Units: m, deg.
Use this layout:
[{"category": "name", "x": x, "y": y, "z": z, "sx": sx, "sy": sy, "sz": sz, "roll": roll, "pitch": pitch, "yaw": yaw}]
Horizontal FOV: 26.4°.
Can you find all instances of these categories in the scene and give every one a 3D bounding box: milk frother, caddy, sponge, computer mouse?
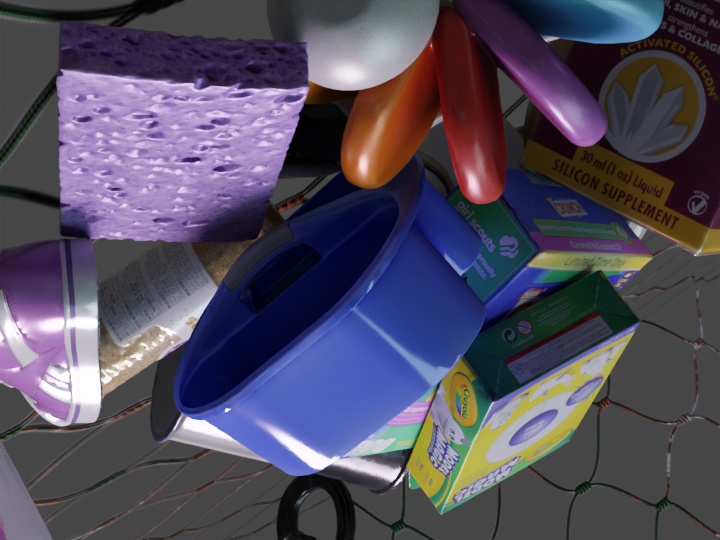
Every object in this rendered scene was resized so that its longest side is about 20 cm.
[{"category": "milk frother", "x": -0.074, "y": 0.137, "z": 1.192, "sx": 0.187, "sy": 0.201, "sz": 0.180, "roll": 16, "pitch": 170, "yaw": -19}, {"category": "caddy", "x": -0.023, "y": 0.018, "z": 0.855, "sx": 0.200, "sy": 0.105, "sz": 0.142, "roll": -39, "pitch": -154, "yaw": 25}, {"category": "sponge", "x": -0.094, "y": -0.061, "z": 0.761, "sx": 0.111, "sy": 0.030, "sz": 0.200, "roll": 2, "pitch": 160, "yaw": -10}, {"category": "computer mouse", "x": -0.058, "y": -0.062, "z": 0.921, "sx": 0.140, "sy": 0.046, "sz": 0.200, "roll": -40, "pitch": 165, "yaw": 33}]

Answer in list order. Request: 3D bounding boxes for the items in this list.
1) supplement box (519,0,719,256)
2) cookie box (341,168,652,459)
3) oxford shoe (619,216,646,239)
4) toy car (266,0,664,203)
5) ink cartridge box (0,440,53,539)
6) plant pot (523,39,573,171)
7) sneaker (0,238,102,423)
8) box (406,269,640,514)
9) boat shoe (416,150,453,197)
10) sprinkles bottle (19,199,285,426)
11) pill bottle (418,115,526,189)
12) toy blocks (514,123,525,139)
[{"category": "supplement box", "x": 0.205, "y": -0.125, "z": 0.932, "sx": 0.103, "sy": 0.131, "sz": 0.201, "roll": -4, "pitch": 120, "yaw": -63}, {"category": "cookie box", "x": 0.069, "y": 0.029, "z": 0.993, "sx": 0.200, "sy": 0.075, "sz": 0.171, "roll": -47, "pitch": 156, "yaw": 24}, {"category": "oxford shoe", "x": 0.199, "y": -0.070, "z": 1.050, "sx": 0.057, "sy": 0.075, "sz": 0.201, "roll": 8, "pitch": 113, "yaw": -23}, {"category": "toy car", "x": 0.060, "y": -0.116, "z": 0.759, "sx": 0.200, "sy": 0.150, "sz": 0.175, "roll": -34, "pitch": 167, "yaw": 9}, {"category": "ink cartridge box", "x": -0.311, "y": 0.163, "z": 1.003, "sx": 0.128, "sy": 0.126, "sz": 0.200, "roll": -32, "pitch": 168, "yaw": 2}, {"category": "plant pot", "x": 0.162, "y": -0.138, "z": 1.031, "sx": 0.200, "sy": 0.027, "sz": 0.201, "roll": -47, "pitch": 154, "yaw": -32}, {"category": "sneaker", "x": -0.208, "y": 0.038, "z": 0.890, "sx": 0.114, "sy": 0.073, "sz": 0.201, "roll": -7, "pitch": 154, "yaw": -11}, {"category": "box", "x": 0.098, "y": 0.089, "z": 0.993, "sx": 0.117, "sy": 0.048, "sz": 0.200, "roll": -26, "pitch": 158, "yaw": -22}, {"category": "boat shoe", "x": 0.000, "y": 0.000, "z": 1.019, "sx": 0.200, "sy": 0.075, "sz": 0.069, "roll": -56, "pitch": -174, "yaw": 49}, {"category": "sprinkles bottle", "x": -0.136, "y": 0.023, "z": 1.013, "sx": 0.200, "sy": 0.068, "sz": 0.068, "roll": -34, "pitch": 167, "yaw": 9}, {"category": "pill bottle", "x": 0.037, "y": -0.034, "z": 1.105, "sx": 0.112, "sy": 0.112, "sz": 0.200, "roll": -22, "pitch": 165, "yaw": -36}, {"category": "toy blocks", "x": 0.139, "y": -0.071, "z": 1.197, "sx": 0.200, "sy": 0.137, "sz": 0.100, "roll": -43, "pitch": 126, "yaw": -12}]
